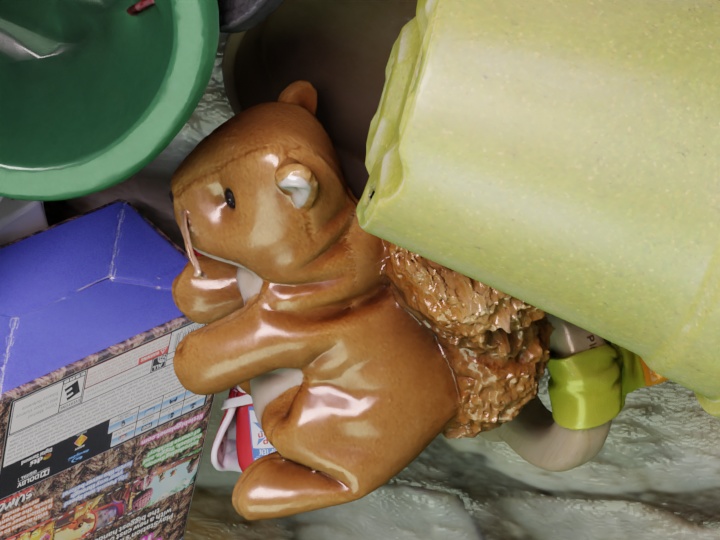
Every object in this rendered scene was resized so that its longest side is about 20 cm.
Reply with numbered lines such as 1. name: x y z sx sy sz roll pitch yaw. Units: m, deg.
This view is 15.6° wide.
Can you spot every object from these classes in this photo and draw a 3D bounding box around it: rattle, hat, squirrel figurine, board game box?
1. rattle: 0.111 0.035 1.437 0.130 0.143 0.200 53 157 0
2. hat: -0.140 -0.138 1.201 0.165 0.176 0.200 34 118 -11
3. squirrel figurine: 0.000 0.000 1.284 0.199 0.142 0.188 -8 118 11
4. board game box: -0.170 0.087 1.403 0.097 0.159 0.201 41 135 29

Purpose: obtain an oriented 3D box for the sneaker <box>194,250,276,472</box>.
1. sneaker: -0.055 0.040 1.426 0.071 0.113 0.200 -3 142 23

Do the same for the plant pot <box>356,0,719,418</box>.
1. plant pot: 0.102 -0.056 1.149 0.183 0.201 0.201 16 146 -7

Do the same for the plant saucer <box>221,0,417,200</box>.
1. plant saucer: 0.031 -0.089 1.287 0.199 0.030 0.201 10 146 7

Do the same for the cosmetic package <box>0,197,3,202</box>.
1. cosmetic package: -0.231 -0.094 1.225 0.074 0.102 0.201 12 141 23

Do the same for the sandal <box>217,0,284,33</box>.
1. sandal: -0.011 -0.154 1.114 0.048 0.076 0.200 15 150 -33

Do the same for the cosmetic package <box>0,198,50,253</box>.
1. cosmetic package: -0.220 0.024 1.449 0.085 0.107 0.201 45 158 32
